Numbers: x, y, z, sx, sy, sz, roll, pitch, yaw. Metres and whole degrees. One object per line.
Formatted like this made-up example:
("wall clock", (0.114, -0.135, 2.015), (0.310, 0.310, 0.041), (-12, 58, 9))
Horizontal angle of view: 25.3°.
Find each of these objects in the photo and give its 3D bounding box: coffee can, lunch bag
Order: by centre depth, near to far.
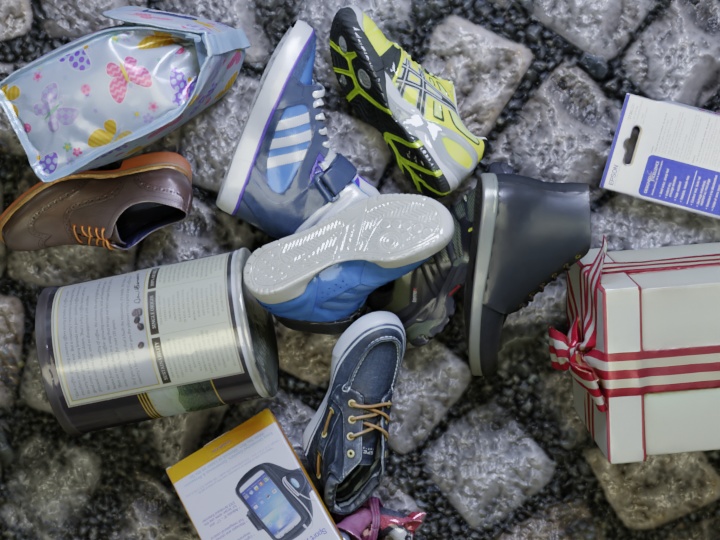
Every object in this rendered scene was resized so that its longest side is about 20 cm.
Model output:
("lunch bag", (-0.208, -0.177, 1.473), (0.200, 0.170, 0.127), (-22, 98, 12))
("coffee can", (-0.191, 0.068, 1.535), (0.199, 0.146, 0.147), (-11, 101, 7))

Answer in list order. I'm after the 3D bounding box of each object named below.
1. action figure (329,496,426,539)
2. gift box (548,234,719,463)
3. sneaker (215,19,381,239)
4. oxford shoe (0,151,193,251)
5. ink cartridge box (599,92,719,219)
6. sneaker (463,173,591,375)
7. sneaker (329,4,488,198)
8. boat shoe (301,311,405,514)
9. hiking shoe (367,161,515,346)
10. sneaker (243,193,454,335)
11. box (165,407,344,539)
("action figure", (-0.031, 0.268, 1.608), (0.199, 0.134, 0.149), (-20, 64, 1))
("gift box", (0.274, 0.056, 1.485), (0.186, 0.185, 0.201), (-6, 98, -3))
("sneaker", (-0.038, -0.120, 1.523), (0.146, 0.081, 0.200), (21, 100, -9))
("oxford shoe", (-0.257, -0.053, 1.540), (0.199, 0.073, 0.071), (-19, 139, 9))
("ink cartridge box", (0.333, -0.100, 1.515), (0.199, 0.037, 0.095), (14, 104, -1))
("sneaker", (0.152, 0.010, 1.464), (0.106, 0.075, 0.201), (3, 118, -2))
("sneaker", (0.042, -0.166, 1.516), (0.076, 0.075, 0.200), (-34, 94, -23))
("boat shoe", (0.005, 0.139, 1.535), (0.071, 0.091, 0.201), (3, 128, -26))
("hiking shoe", (0.071, -0.027, 1.530), (0.101, 0.076, 0.200), (30, 104, -6))
("sneaker", (0.000, -0.001, 1.506), (0.199, 0.111, 0.077), (-21, 59, 7))
("box", (-0.091, 0.246, 1.537), (0.119, 0.041, 0.200), (-31, 65, -2))
